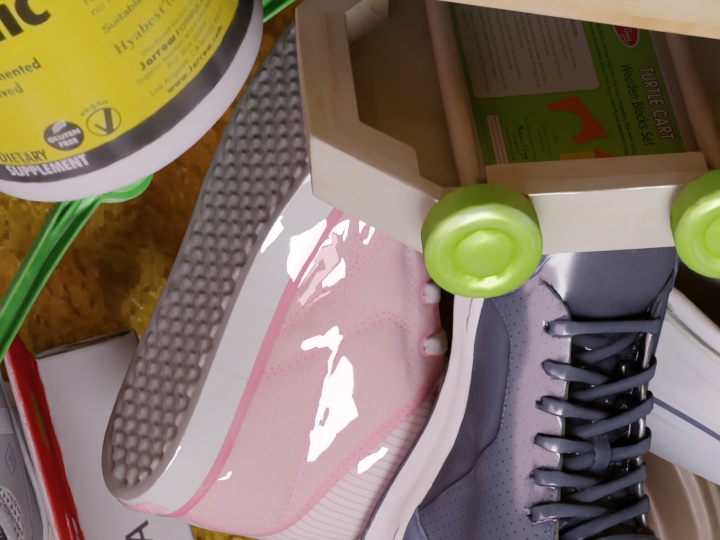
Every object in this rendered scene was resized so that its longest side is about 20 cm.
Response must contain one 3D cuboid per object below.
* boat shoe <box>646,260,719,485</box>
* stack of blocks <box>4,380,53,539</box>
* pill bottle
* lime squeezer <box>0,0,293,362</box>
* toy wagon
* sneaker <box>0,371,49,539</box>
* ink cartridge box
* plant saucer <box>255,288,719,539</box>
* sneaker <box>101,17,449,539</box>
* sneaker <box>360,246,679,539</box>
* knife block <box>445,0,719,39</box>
[{"bbox_3d":[0.163,0.050,0.891,0.199,0.074,0.067,21,126,18],"label":"boat shoe"},{"bbox_3d":[-0.210,0.116,1.031,0.059,0.199,0.116,128,131,-69],"label":"stack of blocks"},{"bbox_3d":[-0.116,-0.123,0.835,0.111,0.112,0.200,-1,141,30],"label":"pill bottle"},{"bbox_3d":[-0.062,-0.048,0.922,0.038,0.200,0.071,45,176,-41],"label":"lime squeezer"},{"bbox_3d":[0.082,-0.055,0.815,0.198,0.156,0.040,-4,131,-3],"label":"toy wagon"},{"bbox_3d":[-0.147,0.046,0.923,0.074,0.082,0.201,-22,127,6],"label":"sneaker"},{"bbox_3d":[-0.072,0.118,0.966,0.176,0.044,0.201,94,159,-74],"label":"ink cartridge box"},{"bbox_3d":[0.037,0.087,1.017,0.199,0.029,0.201,15,126,21],"label":"plant saucer"},{"bbox_3d":[0.000,0.000,0.936,0.104,0.201,0.075,24,-178,-29],"label":"sneaker"},{"bbox_3d":[0.078,0.068,0.855,0.146,0.076,0.203,53,135,43],"label":"sneaker"},{"bbox_3d":[0.077,-0.105,0.781,0.175,0.199,0.064,40,138,41],"label":"knife block"}]
